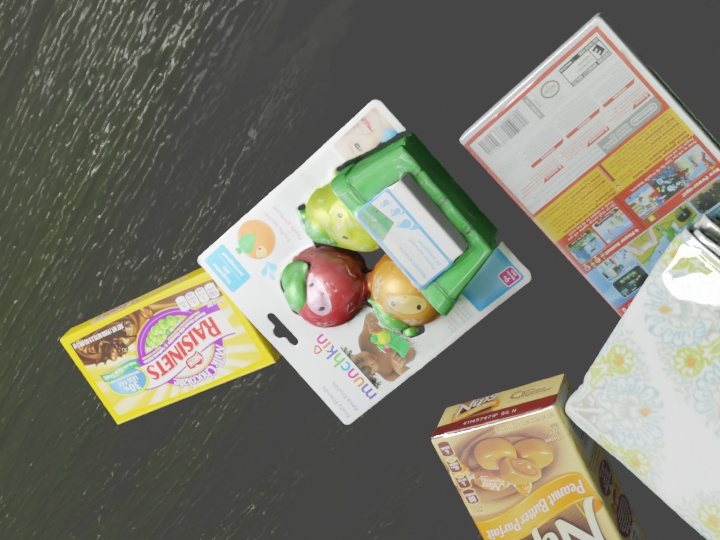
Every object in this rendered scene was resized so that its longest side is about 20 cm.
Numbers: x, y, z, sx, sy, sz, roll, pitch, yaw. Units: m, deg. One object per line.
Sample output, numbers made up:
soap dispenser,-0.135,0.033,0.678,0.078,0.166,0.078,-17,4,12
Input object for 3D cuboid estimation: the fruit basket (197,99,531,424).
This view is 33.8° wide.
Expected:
fruit basket,0.000,0.000,0.916,0.200,0.094,0.185,-40,97,13

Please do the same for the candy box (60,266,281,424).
candy box,-0.173,0.068,1.075,0.199,0.026,0.103,-23,108,30

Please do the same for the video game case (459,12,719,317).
video game case,0.188,-0.068,0.866,0.200,0.017,0.143,47,122,-5

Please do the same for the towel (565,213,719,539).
towel,0.258,0.085,0.848,0.171,0.048,0.201,44,125,27

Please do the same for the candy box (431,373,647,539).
candy box,0.156,0.195,0.989,0.115,0.055,0.201,-20,106,29
